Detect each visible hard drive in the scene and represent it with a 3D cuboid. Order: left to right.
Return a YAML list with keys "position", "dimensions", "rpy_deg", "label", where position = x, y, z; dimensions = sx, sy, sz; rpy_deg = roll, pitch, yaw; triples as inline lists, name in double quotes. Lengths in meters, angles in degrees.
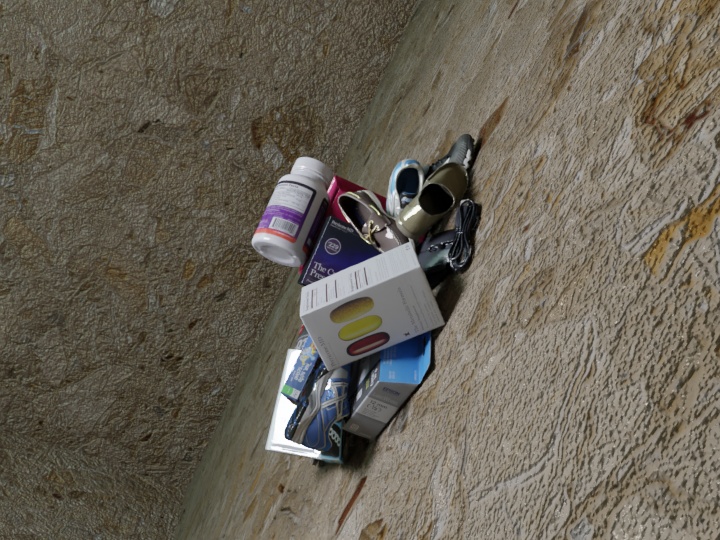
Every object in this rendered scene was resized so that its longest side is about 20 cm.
- position: [-0.103, 0.257, 1.237]
  dimensions: [0.026, 0.132, 0.201]
  rpy_deg: [44, -127, -56]
  label: "hard drive"

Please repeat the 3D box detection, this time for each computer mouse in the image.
- position: [0.126, -0.030, 1.092]
  dimensions: [0.200, 0.053, 0.139]
  rpy_deg: [-48, 22, 55]
  label: "computer mouse"

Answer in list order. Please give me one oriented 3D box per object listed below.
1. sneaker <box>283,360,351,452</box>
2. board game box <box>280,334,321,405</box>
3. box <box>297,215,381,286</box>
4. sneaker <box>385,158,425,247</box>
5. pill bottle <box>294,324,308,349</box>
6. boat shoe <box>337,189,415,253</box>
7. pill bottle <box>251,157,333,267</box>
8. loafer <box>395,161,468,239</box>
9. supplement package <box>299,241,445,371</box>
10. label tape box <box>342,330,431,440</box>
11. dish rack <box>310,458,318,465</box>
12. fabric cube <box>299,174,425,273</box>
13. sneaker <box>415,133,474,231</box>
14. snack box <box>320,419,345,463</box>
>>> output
- position: [-0.051, 0.206, 1.057]
  dimensions: [0.200, 0.077, 0.076]
  rpy_deg: [-61, 8, -28]
  label: "sneaker"
- position: [-0.077, 0.149, 1.163]
  dimensions: [0.135, 0.034, 0.200]
  rpy_deg: [81, -147, -71]
  label: "board game box"
- position: [0.000, 0.000, 1.222]
  dimensions: [0.079, 0.200, 0.141]
  rpy_deg: [173, 120, -78]
  label: "box"
- position: [0.080, -0.104, 1.162]
  dimensions: [0.072, 0.072, 0.201]
  rpy_deg: [-126, 38, -87]
  label: "sneaker"
- position: [-0.096, 0.183, 1.495]
  dimensions: [0.114, 0.114, 0.200]
  rpy_deg: [-53, 17, 46]
  label: "pill bottle"
- position: [0.026, -0.078, 1.144]
  dimensions: [0.200, 0.059, 0.072]
  rpy_deg: [54, 134, 38]
  label: "boat shoe"
- position: [-0.126, -0.118, 1.251]
  dimensions: [0.200, 0.111, 0.111]
  rpy_deg: [-69, 12, -20]
  label: "pill bottle"
- position: [0.139, -0.128, 1.105]
  dimensions: [0.200, 0.076, 0.068]
  rpy_deg: [-50, 7, -35]
  label: "loafer"
- position: [0.016, 0.057, 1.019]
  dimensions: [0.200, 0.114, 0.110]
  rpy_deg: [-23, 22, 6]
  label: "supplement package"
- position: [0.044, 0.161, 1.053]
  dimensions: [0.143, 0.066, 0.200]
  rpy_deg: [-82, 18, -53]
  label: "label tape box"
- position: [-0.091, 0.292, 1.312]
  dimensions: [0.154, 0.054, 0.200]
  rpy_deg: [109, 168, -51]
  label: "dish rack"
- position: [-0.001, -0.065, 1.363]
  dimensions: [0.200, 0.199, 0.196]
  rpy_deg: [-63, 11, 14]
  label: "fabric cube"
- position: [0.142, -0.176, 1.213]
  dimensions: [0.200, 0.090, 0.067]
  rpy_deg: [-62, 13, 19]
  label: "sneaker"
- position: [-0.043, 0.239, 1.144]
  dimensions: [0.116, 0.037, 0.201]
  rpy_deg: [85, -172, -71]
  label: "snack box"
